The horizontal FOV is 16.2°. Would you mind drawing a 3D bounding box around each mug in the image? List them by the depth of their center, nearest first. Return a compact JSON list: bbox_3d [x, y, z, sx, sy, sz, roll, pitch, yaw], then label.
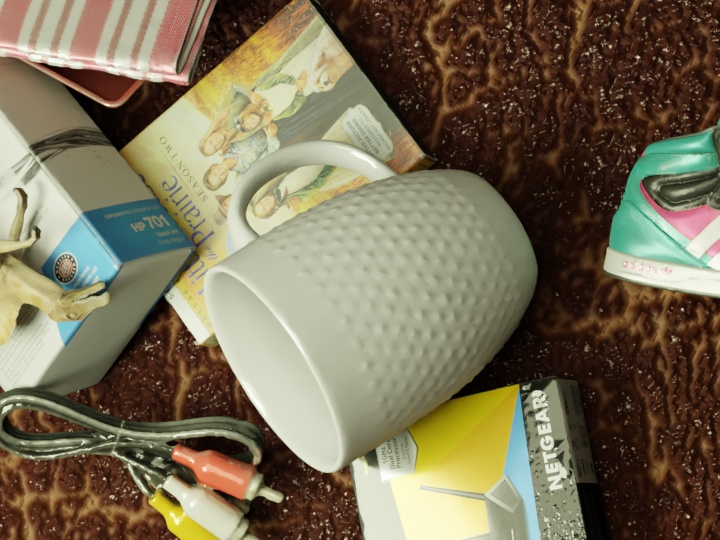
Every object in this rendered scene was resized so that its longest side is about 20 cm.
[{"bbox_3d":[0.000,0.000,1.582,0.175,0.148,0.200,-31,66,-20],"label":"mug"}]

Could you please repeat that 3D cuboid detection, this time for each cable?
[{"bbox_3d":[-0.143,0.120,1.647,0.200,0.050,0.097,24,119,-9],"label":"cable"}]

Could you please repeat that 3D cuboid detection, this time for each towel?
[{"bbox_3d":[-0.186,-0.189,1.650,0.200,0.030,0.146,9,56,12],"label":"towel"}]

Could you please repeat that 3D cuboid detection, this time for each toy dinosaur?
[{"bbox_3d":[-0.254,0.001,1.629,0.200,0.058,0.101,-2,101,36],"label":"toy dinosaur"}]

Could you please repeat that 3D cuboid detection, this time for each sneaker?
[{"bbox_3d":[0.250,-0.042,1.541,0.200,0.084,0.121,9,97,22],"label":"sneaker"}]

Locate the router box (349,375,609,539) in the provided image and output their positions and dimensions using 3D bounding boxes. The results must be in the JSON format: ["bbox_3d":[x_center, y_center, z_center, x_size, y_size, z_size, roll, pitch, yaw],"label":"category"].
[{"bbox_3d":[0.081,0.180,1.593,0.149,0.051,0.200,-15,79,21],"label":"router box"}]

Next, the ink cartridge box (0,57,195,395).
[{"bbox_3d":[-0.226,-0.034,1.690,0.200,0.086,0.146,51,124,19],"label":"ink cartridge box"}]

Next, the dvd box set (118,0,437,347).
[{"bbox_3d":[-0.068,-0.067,1.686,0.200,0.029,0.146,-39,73,12],"label":"dvd box set"}]

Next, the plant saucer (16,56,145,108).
[{"bbox_3d":[-0.180,-0.206,1.696,0.200,0.037,0.200,29,62,20],"label":"plant saucer"}]
